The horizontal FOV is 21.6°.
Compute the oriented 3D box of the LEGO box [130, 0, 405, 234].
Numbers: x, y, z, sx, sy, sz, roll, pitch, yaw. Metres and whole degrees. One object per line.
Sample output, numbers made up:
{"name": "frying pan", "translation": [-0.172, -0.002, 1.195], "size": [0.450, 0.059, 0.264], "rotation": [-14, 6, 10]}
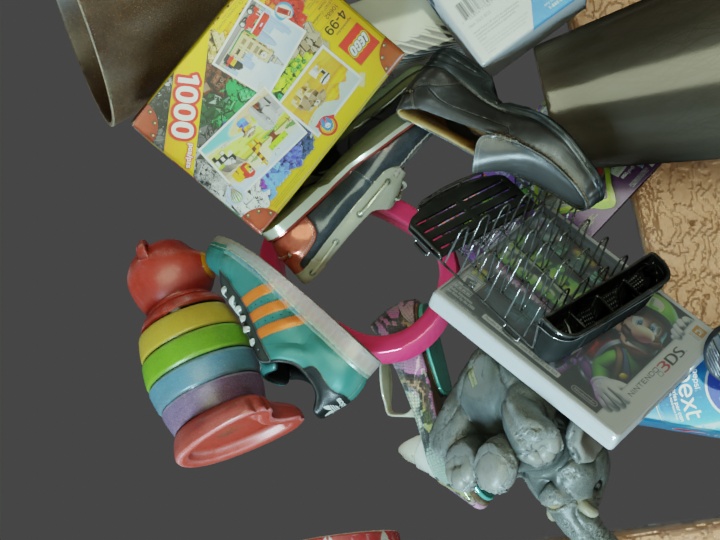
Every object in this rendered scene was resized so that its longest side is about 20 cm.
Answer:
{"name": "LEGO box", "translation": [-0.083, -0.157, 1.645], "size": [0.149, 0.077, 0.201], "rotation": [39, 88, -8]}

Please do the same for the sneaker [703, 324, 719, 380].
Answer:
{"name": "sneaker", "translation": [0.377, 0.043, 1.655], "size": [0.198, 0.082, 0.071], "rotation": [-22, 103, -14]}

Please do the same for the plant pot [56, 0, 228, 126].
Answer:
{"name": "plant pot", "translation": [-0.168, -0.254, 1.728], "size": [0.198, 0.187, 0.189], "rotation": [-21, 81, -12]}

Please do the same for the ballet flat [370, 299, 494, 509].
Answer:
{"name": "ballet flat", "translation": [0.059, 0.127, 1.705], "size": [0.071, 0.069, 0.202], "rotation": [-24, 77, 20]}

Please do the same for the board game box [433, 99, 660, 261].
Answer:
{"name": "board game box", "translation": [0.174, -0.075, 1.732], "size": [0.120, 0.032, 0.200], "rotation": [44, 88, 5]}

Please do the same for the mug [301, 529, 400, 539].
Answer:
{"name": "mug", "translation": [0.007, 0.336, 1.668], "size": [0.133, 0.177, 0.202], "rotation": [-19, 74, 40]}

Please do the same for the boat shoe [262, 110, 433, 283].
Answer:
{"name": "boat shoe", "translation": [0.003, -0.074, 1.681], "size": [0.200, 0.071, 0.063], "rotation": [-42, 102, -9]}

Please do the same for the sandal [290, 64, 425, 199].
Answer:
{"name": "sandal", "translation": [-0.018, -0.131, 1.742], "size": [0.200, 0.080, 0.058], "rotation": [-33, 63, -5]}

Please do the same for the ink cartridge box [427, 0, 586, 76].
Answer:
{"name": "ink cartridge box", "translation": [0.097, -0.285, 1.665], "size": [0.115, 0.068, 0.201], "rotation": [-35, 82, 1]}

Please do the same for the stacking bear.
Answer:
{"name": "stacking bear", "translation": [-0.150, 0.064, 1.710], "size": [0.113, 0.121, 0.202], "rotation": [-28, 72, 14]}

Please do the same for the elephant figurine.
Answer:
{"name": "elephant figurine", "translation": [0.165, 0.153, 1.650], "size": [0.156, 0.199, 0.142], "rotation": [-59, 39, 13]}

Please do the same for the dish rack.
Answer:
{"name": "dish rack", "translation": [0.145, -0.016, 1.608], "size": [0.153, 0.055, 0.200], "rotation": [-26, 60, -40]}

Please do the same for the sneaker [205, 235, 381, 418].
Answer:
{"name": "sneaker", "translation": [-0.077, 0.049, 1.657], "size": [0.200, 0.071, 0.080], "rotation": [40, 88, 26]}

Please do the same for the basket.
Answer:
{"name": "basket", "translation": [0.260, -0.164, 1.661], "size": [0.198, 0.136, 0.182], "rotation": [-14, 80, 7]}

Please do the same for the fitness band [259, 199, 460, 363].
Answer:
{"name": "fitness band", "translation": [0.000, 0.000, 1.707], "size": [0.199, 0.037, 0.144], "rotation": [29, 81, 28]}

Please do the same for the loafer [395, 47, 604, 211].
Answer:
{"name": "loafer", "translation": [0.119, -0.107, 1.622], "size": [0.199, 0.073, 0.072], "rotation": [37, 68, 22]}

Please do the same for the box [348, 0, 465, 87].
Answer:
{"name": "box", "translation": [0.073, -0.230, 1.736], "size": [0.198, 0.082, 0.069], "rotation": [-20, 82, 4]}

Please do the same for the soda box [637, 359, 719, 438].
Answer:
{"name": "soda box", "translation": [0.333, 0.117, 1.671], "size": [0.198, 0.068, 0.065], "rotation": [8, 83, 7]}

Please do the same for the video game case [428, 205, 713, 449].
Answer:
{"name": "video game case", "translation": [0.186, 0.043, 1.621], "size": [0.199, 0.023, 0.181], "rotation": [38, 45, 17]}
